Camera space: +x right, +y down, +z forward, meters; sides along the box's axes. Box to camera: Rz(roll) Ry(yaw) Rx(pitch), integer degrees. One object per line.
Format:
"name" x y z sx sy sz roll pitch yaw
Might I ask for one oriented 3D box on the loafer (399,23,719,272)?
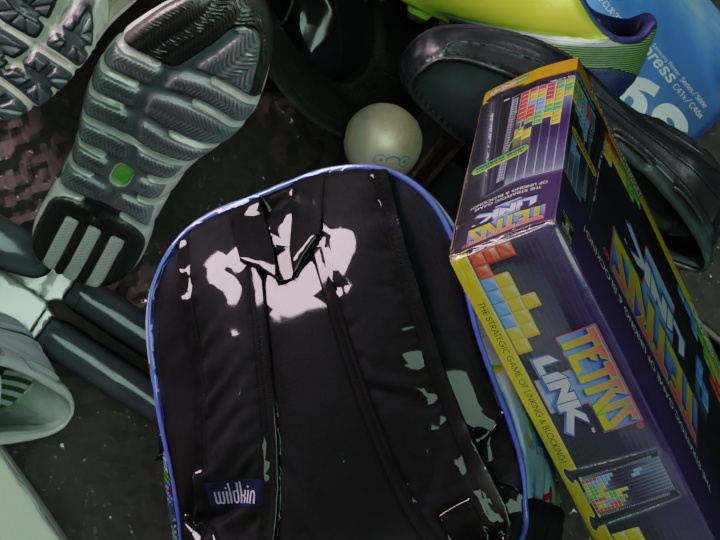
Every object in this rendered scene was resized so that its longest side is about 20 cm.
"loafer" 0.108 -0.062 1.043 0.200 0.068 0.071 27 44 -21

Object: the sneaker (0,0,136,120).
"sneaker" -0.140 -0.139 0.964 0.199 0.086 0.078 -32 106 6

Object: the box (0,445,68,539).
"box" -0.252 0.173 1.049 0.199 0.068 0.082 -34 94 -9

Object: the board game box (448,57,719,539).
"board game box" 0.114 0.024 0.958 0.056 0.166 0.201 -20 116 19

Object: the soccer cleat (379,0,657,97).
"soccer cleat" 0.067 -0.158 1.061 0.199 0.065 0.084 33 115 -15

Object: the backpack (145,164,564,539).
"backpack" -0.007 0.063 0.964 0.182 0.147 0.202 -17 77 13

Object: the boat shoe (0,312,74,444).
"boat shoe" -0.201 0.053 0.975 0.067 0.200 0.074 37 106 18

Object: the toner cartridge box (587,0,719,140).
"toner cartridge box" 0.128 -0.154 1.136 0.095 0.043 0.200 -43 95 -9

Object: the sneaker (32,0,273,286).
"sneaker" -0.103 -0.093 1.017 0.075 0.116 0.200 29 127 -16

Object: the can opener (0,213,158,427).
"can opener" -0.149 0.028 1.070 0.199 0.067 0.054 33 84 0

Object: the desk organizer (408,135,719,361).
"desk organizer" 0.107 0.012 1.110 0.200 0.077 0.072 39 83 -6

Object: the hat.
"hat" -0.046 -0.145 1.079 0.080 0.200 0.202 -19 92 30

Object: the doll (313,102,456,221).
"doll" 0.000 0.000 1.055 0.135 0.049 0.201 4 124 -9
